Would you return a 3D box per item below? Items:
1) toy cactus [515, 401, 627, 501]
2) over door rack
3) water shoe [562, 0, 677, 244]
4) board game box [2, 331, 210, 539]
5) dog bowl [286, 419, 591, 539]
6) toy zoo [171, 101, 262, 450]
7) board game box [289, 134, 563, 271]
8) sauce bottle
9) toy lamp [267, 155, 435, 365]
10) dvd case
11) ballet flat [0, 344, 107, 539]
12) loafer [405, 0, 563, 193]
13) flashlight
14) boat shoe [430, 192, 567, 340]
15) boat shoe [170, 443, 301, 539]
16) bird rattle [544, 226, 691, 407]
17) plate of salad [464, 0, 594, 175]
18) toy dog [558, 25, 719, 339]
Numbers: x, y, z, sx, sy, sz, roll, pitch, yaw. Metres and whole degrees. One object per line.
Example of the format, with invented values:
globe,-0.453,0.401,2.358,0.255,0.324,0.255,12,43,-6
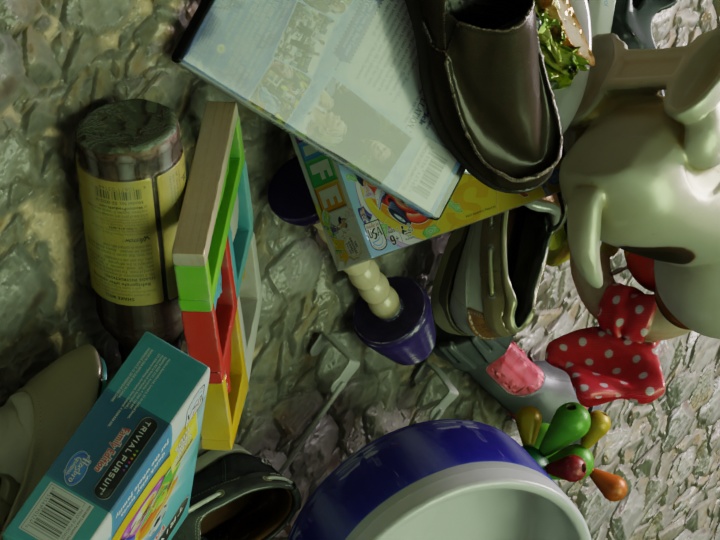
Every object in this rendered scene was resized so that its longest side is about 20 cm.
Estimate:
toy cactus,0.101,0.173,1.802,0.165,0.102,0.200,-44,-175,-41
over door rack,-0.009,0.154,1.733,0.148,0.066,0.201,19,96,-55
water shoe,0.184,-0.110,1.743,0.078,0.071,0.201,4,92,-8
board game box,-0.152,0.149,1.479,0.151,0.047,0.200,-56,169,-29
dog bowl,0.050,0.201,1.670,0.199,0.079,0.201,-14,125,-20
toy zoo,-0.084,0.015,1.516,0.132,0.020,0.201,-81,170,-45
board game box,0.041,-0.090,1.603,0.200,0.034,0.135,-20,90,-44
sauce bottle,-0.130,-0.003,1.481,0.065,0.065,0.201,-31,135,-36
toy lamp,0.000,0.000,1.654,0.058,0.058,0.200,-53,142,-13
dvd case,0.001,-0.139,1.511,0.200,0.018,0.143,31,84,-24
ballet flat,-0.212,0.132,1.473,0.069,0.069,0.201,10,105,-53
loafer,0.072,-0.136,1.493,0.073,0.071,0.201,-29,107,-18
flashlight,0.116,0.071,1.835,0.068,0.068,0.200,-56,145,-8
boat shoe,0.111,-0.049,1.722,0.075,0.068,0.201,18,83,-46
boat shoe,-0.125,0.185,1.609,0.200,0.067,0.072,-36,136,-30
bird rattle,0.196,-0.003,1.782,0.163,0.201,0.113,-26,142,18
plate of salad,0.074,-0.161,1.583,0.199,0.048,0.201,4,82,-34
toy dog,0.225,-0.039,1.659,0.200,0.139,0.194,50,46,-35
